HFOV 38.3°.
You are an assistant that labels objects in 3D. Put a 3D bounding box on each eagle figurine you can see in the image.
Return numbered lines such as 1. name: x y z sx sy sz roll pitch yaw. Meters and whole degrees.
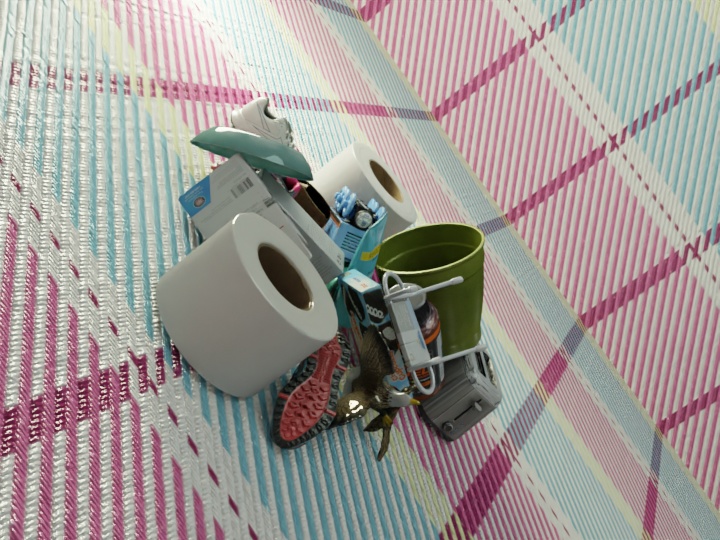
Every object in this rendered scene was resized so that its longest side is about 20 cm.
1. eagle figurine: 0.015 0.175 1.514 0.200 0.151 0.152 39 32 -56

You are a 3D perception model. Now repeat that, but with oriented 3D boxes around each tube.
1. tube: 0.000 0.000 1.713 0.050 0.200 0.077 23 28 7

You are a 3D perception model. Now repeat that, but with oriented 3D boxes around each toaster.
1. toaster: 0.175 0.204 1.889 0.114 0.129 0.200 45 20 -25

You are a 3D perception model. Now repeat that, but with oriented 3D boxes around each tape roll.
1. tape roll: -0.146 0.045 1.353 0.203 0.139 0.203 46 19 -21
2. tape roll: -0.001 -0.138 2.064 0.203 0.139 0.203 46 20 -22

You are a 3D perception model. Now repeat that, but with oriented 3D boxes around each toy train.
1. toy train: -0.018 -0.082 1.870 0.087 0.114 0.200 24 7 -13

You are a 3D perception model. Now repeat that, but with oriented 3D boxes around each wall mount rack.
1. wall mount rack: 0.113 0.084 1.609 0.174 0.075 0.200 -7 77 -59

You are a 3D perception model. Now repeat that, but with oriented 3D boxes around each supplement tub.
1. supplement tub: 0.083 0.117 1.729 0.107 0.107 0.200 -104 -177 -50

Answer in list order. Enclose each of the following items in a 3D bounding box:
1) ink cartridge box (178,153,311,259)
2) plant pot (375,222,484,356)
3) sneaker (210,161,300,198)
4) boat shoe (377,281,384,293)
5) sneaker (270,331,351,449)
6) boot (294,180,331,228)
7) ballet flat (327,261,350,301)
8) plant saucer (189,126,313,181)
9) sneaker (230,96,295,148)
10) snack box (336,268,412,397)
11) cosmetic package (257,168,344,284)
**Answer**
1. ink cartridge box: -0.162 -0.057 1.524 0.200 0.116 0.067 54 1 16
2. plant pot: 0.136 0.044 1.831 0.200 0.200 0.193 -82 160 -65
3. sneaker: -0.180 -0.153 1.758 0.200 0.075 0.081 14 43 -61
4. boat shoe: 0.037 0.068 1.911 0.086 0.075 0.202 64 12 0
5. sneaker: -0.069 0.177 1.421 0.079 0.096 0.200 27 46 2
6. boot: -0.126 -0.159 1.875 0.200 0.075 0.074 50 48 -3
7. ballet flat: -0.043 0.012 1.834 0.070 0.067 0.200 31 15 11
8. plant saucer: -0.163 -0.185 1.609 0.200 0.036 0.200 17 -1 0
9. sneaker: -0.157 -0.235 1.944 0.200 0.087 0.075 53 16 -6
10. snack box: 0.022 0.105 1.651 0.116 0.037 0.200 31 -40 66
11. cosmetic package: -0.127 -0.053 1.664 0.200 0.101 0.071 47 19 -20
